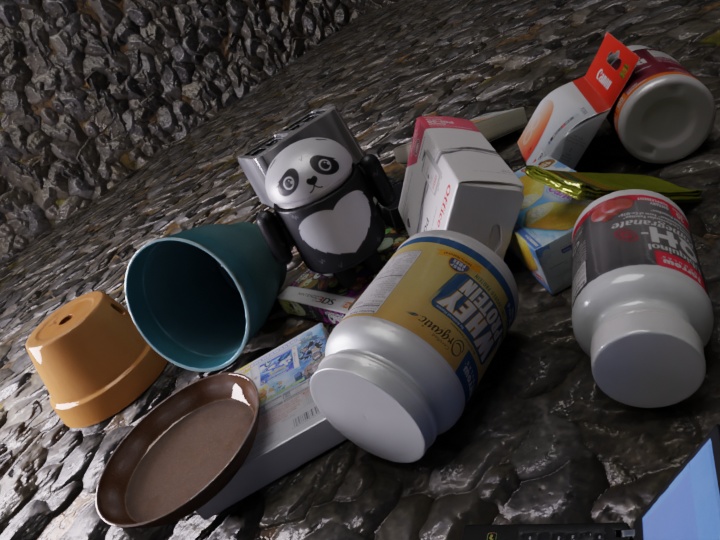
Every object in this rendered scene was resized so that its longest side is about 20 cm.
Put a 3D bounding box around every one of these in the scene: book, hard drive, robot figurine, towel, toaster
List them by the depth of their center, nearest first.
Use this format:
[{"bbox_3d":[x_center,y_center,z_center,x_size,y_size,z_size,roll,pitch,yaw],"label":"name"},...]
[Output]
[{"bbox_3d":[0.282,-0.097,0.709,0.200,0.018,0.086,-2,27,-30],"label":"towel"},{"bbox_3d":[-0.042,-0.076,0.844,0.125,0.200,0.150,-2,37,39],"label":"robot figurine"},{"bbox_3d":[0.119,-0.128,1.001,0.200,0.038,0.140,-24,21,-9],"label":"hard drive"},{"bbox_3d":[-0.103,-0.189,1.123,0.181,0.119,0.200,-36,21,-11],"label":"toaster"},{"bbox_3d":[0.172,-0.237,1.127,0.200,0.048,0.134,-24,16,-16],"label":"book"}]

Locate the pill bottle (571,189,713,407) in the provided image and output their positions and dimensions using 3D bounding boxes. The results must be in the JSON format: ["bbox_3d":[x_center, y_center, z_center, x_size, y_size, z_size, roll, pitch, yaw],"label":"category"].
[{"bbox_3d":[0.245,0.021,0.568,0.111,0.111,0.200,-15,30,27],"label":"pill bottle"}]

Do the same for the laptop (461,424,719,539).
[{"bbox_3d":[0.123,0.200,0.379,0.200,0.103,0.177,-13,30,29],"label":"laptop"}]

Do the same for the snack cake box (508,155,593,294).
[{"bbox_3d":[0.231,-0.064,0.782,0.115,0.067,0.200,-29,26,3],"label":"snack cake box"}]

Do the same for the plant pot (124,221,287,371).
[{"bbox_3d":[-0.208,0.019,0.957,0.200,0.200,0.188,-16,14,26],"label":"plant pot"}]

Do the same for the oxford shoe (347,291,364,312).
[{"bbox_3d":[0.016,0.067,0.769,0.084,0.073,0.200,-12,19,35],"label":"oxford shoe"}]

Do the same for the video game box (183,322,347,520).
[{"bbox_3d":[-0.106,0.164,0.740,0.200,0.047,0.182,-29,29,0],"label":"video game box"}]

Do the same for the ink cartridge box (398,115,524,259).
[{"bbox_3d":[0.117,-0.089,0.808,0.083,0.147,0.200,3,33,-12],"label":"ink cartridge box"}]

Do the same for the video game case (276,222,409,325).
[{"bbox_3d":[0.000,0.000,0.935,0.200,0.036,0.181,-44,31,-27],"label":"video game case"}]

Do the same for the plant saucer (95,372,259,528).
[{"bbox_3d":[-0.186,0.193,0.685,0.200,0.035,0.200,-25,27,14],"label":"plant saucer"}]

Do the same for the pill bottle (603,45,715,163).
[{"bbox_3d":[0.390,-0.235,0.873,0.114,0.114,0.200,-20,27,19],"label":"pill bottle"}]

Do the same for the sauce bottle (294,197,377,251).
[{"bbox_3d":[-0.046,-0.084,1.041,0.200,0.066,0.066,-24,21,49],"label":"sauce bottle"}]

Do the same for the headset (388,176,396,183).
[{"bbox_3d":[-0.029,-0.117,1.161,0.200,0.094,0.124,-11,23,2],"label":"headset"}]

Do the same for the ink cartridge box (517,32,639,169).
[{"bbox_3d":[0.296,-0.230,0.903,0.050,0.200,0.162,18,31,-6],"label":"ink cartridge box"}]

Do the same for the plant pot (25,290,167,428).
[{"bbox_3d":[-0.425,0.128,1.017,0.200,0.140,0.200,-22,28,12],"label":"plant pot"}]

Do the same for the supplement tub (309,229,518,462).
[{"bbox_3d":[0.056,0.070,0.632,0.144,0.145,0.200,-3,37,43],"label":"supplement tub"}]
